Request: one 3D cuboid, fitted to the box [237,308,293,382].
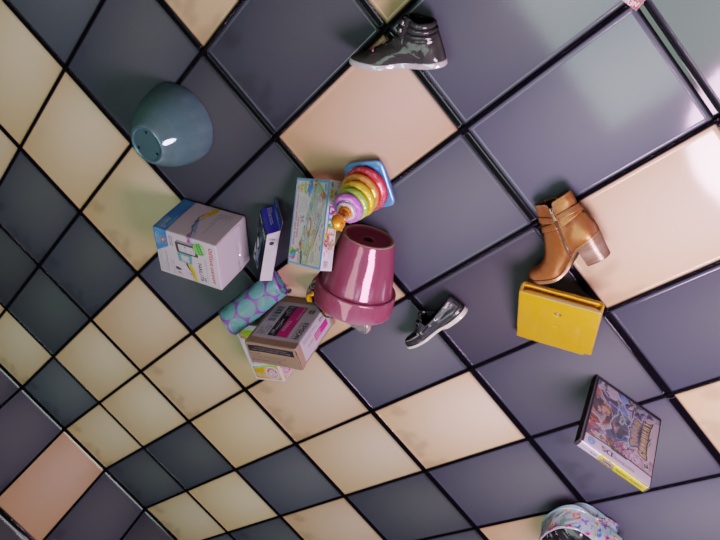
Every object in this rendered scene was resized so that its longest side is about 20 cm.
[{"bbox_3d":[-0.263,0.206,1.995,0.111,0.102,0.203,2,124,30],"label":"box"}]

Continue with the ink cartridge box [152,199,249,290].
[{"bbox_3d":[-0.415,-0.070,1.847,0.197,0.146,0.149,16,130,19],"label":"ink cartridge box"}]

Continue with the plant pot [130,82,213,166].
[{"bbox_3d":[-0.476,-0.333,1.696,0.197,0.135,0.203,15,130,19],"label":"plant pot"}]

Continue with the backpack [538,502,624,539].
[{"bbox_3d":[0.575,0.708,1.841,0.198,0.151,0.179,30,131,-3],"label":"backpack"}]

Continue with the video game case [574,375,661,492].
[{"bbox_3d":[0.572,0.355,1.545,0.179,0.201,0.026,34,136,2],"label":"video game case"}]

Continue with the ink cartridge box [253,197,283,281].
[{"bbox_3d":[-0.236,-0.078,1.772,0.038,0.100,0.202,-1,134,-20],"label":"ink cartridge box"}]

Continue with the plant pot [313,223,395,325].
[{"bbox_3d":[0.000,0.000,1.640,0.197,0.200,0.182,22,116,14],"label":"plant pot"}]

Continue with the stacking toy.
[{"bbox_3d":[-0.016,-0.145,1.518,0.108,0.201,0.118,-3,123,31],"label":"stacking toy"}]

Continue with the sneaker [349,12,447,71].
[{"bbox_3d":[0.068,-0.441,1.343,0.196,0.071,0.101,4,124,21],"label":"sneaker"}]

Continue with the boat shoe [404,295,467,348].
[{"bbox_3d":[0.168,0.122,1.698,0.066,0.075,0.199,48,132,-7],"label":"boat shoe"}]

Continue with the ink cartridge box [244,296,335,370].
[{"bbox_3d":[-0.183,0.160,1.845,0.162,0.201,0.076,3,126,27],"label":"ink cartridge box"}]

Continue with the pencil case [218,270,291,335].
[{"bbox_3d":[-0.286,0.084,1.877,0.199,0.093,0.085,-37,105,10],"label":"pencil case"}]

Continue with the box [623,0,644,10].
[{"bbox_3d":[0.402,-0.539,1.032,0.199,0.122,0.193,37,135,1],"label":"box"}]

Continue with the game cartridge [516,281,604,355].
[{"bbox_3d":[0.428,0.108,1.521,0.173,0.033,0.201,16,152,19],"label":"game cartridge"}]

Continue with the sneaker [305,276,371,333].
[{"bbox_3d":[-0.059,0.103,1.811,0.198,0.082,0.078,34,134,3],"label":"sneaker"}]

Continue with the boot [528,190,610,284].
[{"bbox_3d":[0.395,-0.067,1.434,0.199,0.074,0.156,-30,98,42],"label":"boot"}]

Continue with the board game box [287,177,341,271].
[{"bbox_3d":[-0.108,-0.109,1.614,0.133,0.034,0.204,13,98,49],"label":"board game box"}]
